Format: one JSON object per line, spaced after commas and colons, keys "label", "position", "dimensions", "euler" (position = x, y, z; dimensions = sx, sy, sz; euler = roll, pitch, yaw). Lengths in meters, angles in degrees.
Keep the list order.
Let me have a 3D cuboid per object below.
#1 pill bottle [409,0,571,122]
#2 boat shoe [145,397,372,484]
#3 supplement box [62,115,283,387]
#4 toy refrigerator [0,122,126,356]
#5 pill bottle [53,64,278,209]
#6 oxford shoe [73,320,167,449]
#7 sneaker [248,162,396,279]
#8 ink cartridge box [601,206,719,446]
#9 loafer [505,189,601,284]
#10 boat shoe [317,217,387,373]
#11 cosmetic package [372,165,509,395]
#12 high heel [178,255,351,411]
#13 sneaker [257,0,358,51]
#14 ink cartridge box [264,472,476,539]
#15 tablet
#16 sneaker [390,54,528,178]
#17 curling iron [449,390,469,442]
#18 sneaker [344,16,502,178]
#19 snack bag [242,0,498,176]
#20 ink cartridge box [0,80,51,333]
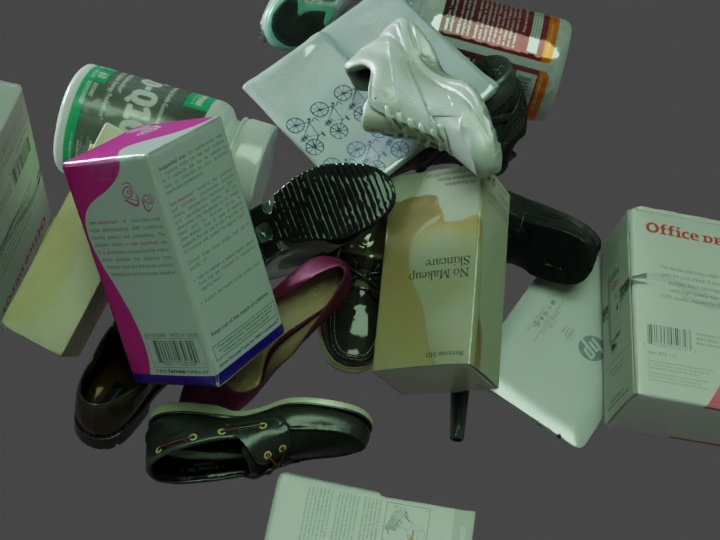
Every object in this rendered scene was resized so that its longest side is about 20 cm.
{"label": "pill bottle", "position": [0.117, -0.237, 1.325], "dimensions": [0.198, 0.113, 0.114], "euler": [15, 58, 1]}
{"label": "boat shoe", "position": [-0.088, 0.153, 1.077], "dimensions": [0.200, 0.074, 0.063], "euler": [-2, 46, -1]}
{"label": "supplement box", "position": [-0.154, -0.016, 1.034], "dimensions": [0.101, 0.201, 0.103], "euler": [-1, 25, 35]}
{"label": "toy refrigerator", "position": [-0.245, -0.027, 1.116], "dimensions": [0.070, 0.076, 0.201], "euler": [28, 87, 1]}
{"label": "pill bottle", "position": [-0.188, -0.123, 1.213], "dimensions": [0.198, 0.113, 0.114], "euler": [16, 58, 2]}
{"label": "oxford shoe", "position": [-0.190, 0.062, 1.117], "dimensions": [0.072, 0.085, 0.201], "euler": [21, 56, 8]}
{"label": "sneaker", "position": [-0.052, -0.041, 1.162], "dimensions": [0.199, 0.088, 0.075], "euler": [-21, 75, 16]}
{"label": "ink cartridge box", "position": [0.312, 0.054, 1.179], "dimensions": [0.145, 0.083, 0.201], "euler": [10, 60, -8]}
{"label": "loafer", "position": [0.147, -0.046, 1.248], "dimensions": [0.199, 0.073, 0.072], "euler": [25, 27, 14]}
{"label": "boat shoe", "position": [0.000, 0.000, 1.191], "dimensions": [0.073, 0.065, 0.201], "euler": [8, 59, -4]}
{"label": "cosmetic package", "position": [0.077, 0.009, 1.152], "dimensions": [0.104, 0.071, 0.202], "euler": [-8, 63, 27]}
{"label": "high heel", "position": [-0.089, 0.062, 1.104], "dimensions": [0.067, 0.096, 0.200], "euler": [41, 77, -4]}
{"label": "sneaker", "position": [-0.036, -0.317, 1.353], "dimensions": [0.199, 0.140, 0.078], "euler": [-36, 108, -8]}
{"label": "ink cartridge box", "position": [-0.004, 0.283, 1.028], "dimensions": [0.175, 0.045, 0.201], "euler": [11, 58, 1]}
{"label": "tablet", "position": [0.208, 0.067, 1.209], "dimensions": [0.130, 0.014, 0.200], "euler": [33, 60, 12]}
{"label": "sneaker", "position": [0.088, -0.126, 1.277], "dimensions": [0.199, 0.114, 0.076], "euler": [-32, 38, 5]}
{"label": "curling iron", "position": [0.088, 0.072, 1.183], "dimensions": [0.049, 0.026, 0.201], "euler": [-3, 59, 1]}
{"label": "sneaker", "position": [0.054, -0.144, 1.148], "dimensions": [0.099, 0.078, 0.200], "euler": [-32, 55, -8]}
{"label": "snack bag", "position": [0.012, -0.181, 1.219], "dimensions": [0.200, 0.021, 0.189], "euler": [-37, 64, -11]}
{"label": "ink cartridge box", "position": [-0.349, -0.056, 1.099], "dimensions": [0.083, 0.201, 0.146], "euler": [13, 58, 3]}
